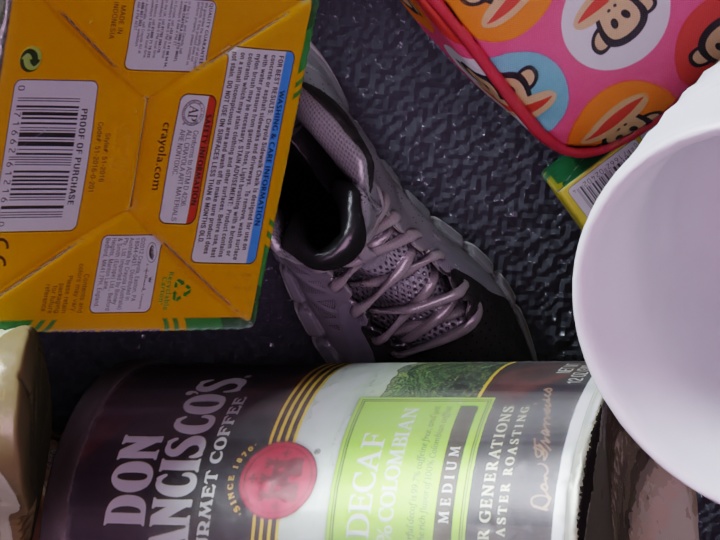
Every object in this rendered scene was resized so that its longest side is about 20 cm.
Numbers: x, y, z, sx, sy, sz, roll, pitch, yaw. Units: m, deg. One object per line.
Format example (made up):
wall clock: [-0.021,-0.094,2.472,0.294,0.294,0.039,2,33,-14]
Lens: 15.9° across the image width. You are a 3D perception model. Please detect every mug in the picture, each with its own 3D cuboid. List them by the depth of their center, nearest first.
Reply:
mug: [0.190,-0.001,0.874,0.200,0.175,0.148,45,128,0]

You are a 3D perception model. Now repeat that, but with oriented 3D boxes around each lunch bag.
lunch bag: [0.093,-0.155,0.901,0.200,0.082,0.176,-41,131,3]

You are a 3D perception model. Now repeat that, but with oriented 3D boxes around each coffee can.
coffee can: [0.007,0.104,0.928,0.200,0.146,0.147,-1,105,23]

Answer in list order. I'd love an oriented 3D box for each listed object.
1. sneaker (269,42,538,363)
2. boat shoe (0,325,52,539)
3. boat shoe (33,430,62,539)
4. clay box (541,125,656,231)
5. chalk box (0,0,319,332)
sneaker: [0.000,0.000,0.954,0.075,0.116,0.200,-38,103,5]
boat shoe: [-0.139,0.061,0.864,0.066,0.201,0.072,8,72,-5]
boat shoe: [-0.192,0.053,0.981,0.200,0.076,0.072,27,91,-14]
clay box: [0.175,0.008,1.003,0.115,0.048,0.200,-37,104,3]
chalk box: [-0.128,-0.066,0.909,0.124,0.200,0.125,0,108,-38]
